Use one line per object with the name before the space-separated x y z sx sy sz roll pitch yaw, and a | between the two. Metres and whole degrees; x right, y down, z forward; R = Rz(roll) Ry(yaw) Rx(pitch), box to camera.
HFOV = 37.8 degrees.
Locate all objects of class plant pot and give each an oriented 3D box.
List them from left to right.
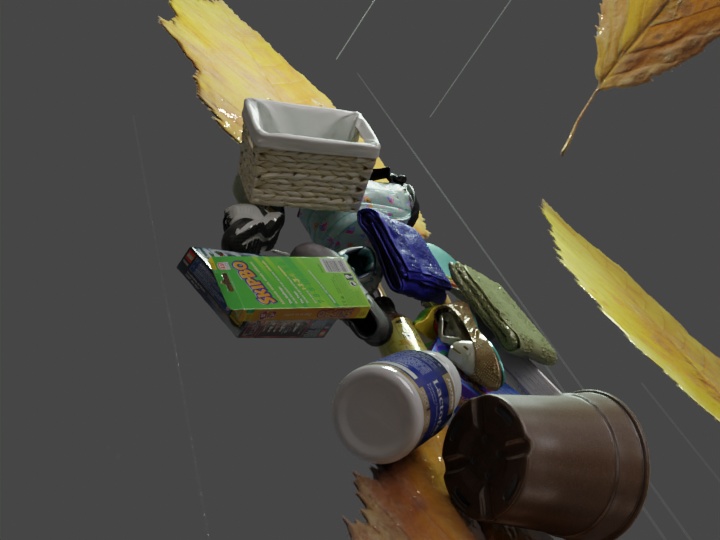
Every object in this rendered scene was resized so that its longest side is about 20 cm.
plant pot | 0.220 0.238 1.313 0.197 0.201 0.201 13 27 -36

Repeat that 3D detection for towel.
towel | 0.075 -0.024 1.664 0.149 0.049 0.200 65 18 17
towel | 0.223 0.070 1.661 0.148 0.037 0.200 23 24 -51

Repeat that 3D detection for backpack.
backpack | -0.004 -0.088 1.781 0.199 0.168 0.127 6 36 -46

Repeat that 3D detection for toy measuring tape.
toy measuring tape | 0.093 0.071 1.670 0.199 0.074 0.074 33 17 -19

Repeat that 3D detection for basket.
basket | -0.087 -0.175 1.625 0.198 0.124 0.136 5 30 -20

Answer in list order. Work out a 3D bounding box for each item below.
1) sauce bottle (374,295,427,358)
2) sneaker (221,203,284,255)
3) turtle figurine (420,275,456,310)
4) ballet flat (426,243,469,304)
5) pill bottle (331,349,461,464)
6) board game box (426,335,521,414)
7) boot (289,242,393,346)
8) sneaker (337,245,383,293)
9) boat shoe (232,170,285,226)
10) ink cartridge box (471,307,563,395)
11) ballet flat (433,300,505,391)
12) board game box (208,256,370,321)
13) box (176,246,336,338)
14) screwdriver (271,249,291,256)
sauce bottle | 0.055 0.105 1.532 0.064 0.065 0.200 25 20 -30
sneaker | -0.174 -0.055 1.527 0.079 0.074 0.200 22 12 5
turtle figurine | 0.128 0.038 1.839 0.161 0.064 0.201 49 19 -27
ballet flat | 0.181 0.030 1.981 0.199 0.064 0.067 37 43 10
pill bottle | 0.052 0.160 1.294 0.116 0.116 0.200 40 18 14
board game box | 0.178 0.188 1.580 0.199 0.045 0.134 37 17 2
boot | -0.033 0.021 1.465 0.200 0.070 0.132 41 0 16
sneaker | 0.000 0.000 1.628 0.078 0.086 0.200 57 27 7
boat shoe | -0.162 -0.126 1.710 0.062 0.075 0.201 31 22 -31
ink cartridge box | 0.250 0.159 1.732 0.200 0.045 0.176 47 -3 17
ballet flat | 0.155 0.114 1.571 0.065 0.071 0.200 2 27 -16
board game box | -0.091 0.022 1.326 0.198 0.030 0.096 2 41 -33
box | -0.134 0.031 1.399 0.137 0.040 0.199 46 19 24
screwdriver | -0.067 -0.010 1.652 0.029 0.028 0.199 13 -3 37
